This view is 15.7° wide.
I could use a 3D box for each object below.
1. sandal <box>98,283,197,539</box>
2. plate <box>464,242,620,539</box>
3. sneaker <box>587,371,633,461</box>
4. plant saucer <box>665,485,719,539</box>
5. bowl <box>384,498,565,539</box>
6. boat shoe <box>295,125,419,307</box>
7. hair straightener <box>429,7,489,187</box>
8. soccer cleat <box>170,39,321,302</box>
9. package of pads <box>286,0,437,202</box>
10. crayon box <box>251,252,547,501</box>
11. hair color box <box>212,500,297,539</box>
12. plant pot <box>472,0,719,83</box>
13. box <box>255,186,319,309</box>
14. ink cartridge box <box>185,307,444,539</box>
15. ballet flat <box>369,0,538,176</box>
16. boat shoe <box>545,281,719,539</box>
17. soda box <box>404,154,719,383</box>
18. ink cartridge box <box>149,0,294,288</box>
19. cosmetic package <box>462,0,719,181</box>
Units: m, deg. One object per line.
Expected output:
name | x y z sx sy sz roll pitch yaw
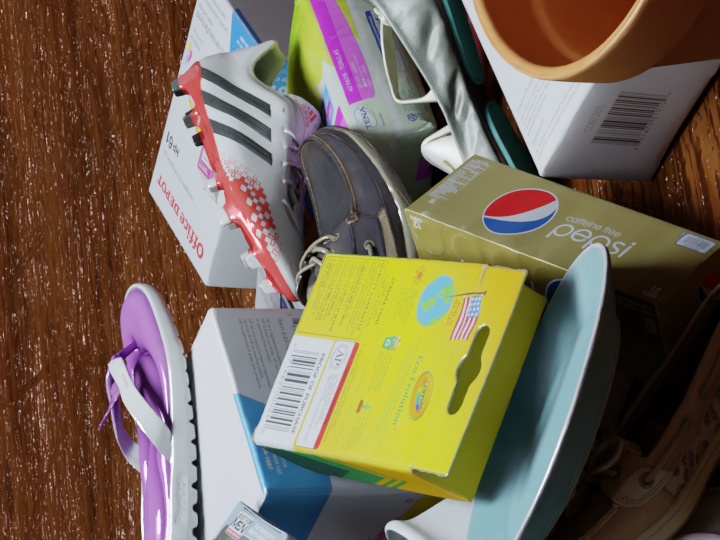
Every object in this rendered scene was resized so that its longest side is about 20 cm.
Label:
sandal | -0.140 0.100 1.666 0.082 0.050 0.203 133 132 -55
plate | 0.100 0.082 1.373 0.200 0.026 0.201 -159 90 -86
sneaker | 0.101 0.053 1.600 0.200 0.075 0.115 37 118 55
plant saucer | 0.176 0.192 1.334 0.200 0.050 0.200 -15 53 20
bowl | 0.114 0.191 1.503 0.090 0.201 0.201 -43 28 -9
boat shoe | 0.000 0.000 1.623 0.200 0.073 0.075 65 153 20
hair straightener | 0.065 -0.075 1.741 0.077 0.041 0.201 -147 55 -82
soccer cleat | -0.059 -0.069 1.699 0.069 0.085 0.200 63 -177 -55
package of pads | -0.004 -0.081 1.779 0.200 0.068 0.155 96 160 -48
crayon box | 0.029 0.060 1.486 0.200 0.051 0.127 6 71 57
hair color box | 0.002 0.222 1.540 0.061 0.200 0.099 -55 20 -6
plant pot | 0.166 -0.192 1.395 0.200 0.140 0.201 -19 68 57
box | -0.037 0.039 1.786 0.200 0.041 0.119 93 158 -51
ink cartridge box | -0.009 0.123 1.680 0.146 0.200 0.147 117 144 -44
ballet flat | 0.059 -0.103 1.644 0.200 0.064 0.067 67 -164 0
boat shoe | 0.154 0.089 1.374 0.063 0.200 0.073 49 159 -17
soda box | 0.120 0.000 1.488 0.200 0.064 0.068 23 141 44
ink cartridge box | -0.083 -0.105 1.975 0.145 0.084 0.200 -124 42 -50
cosmetic package | 0.128 -0.161 1.555 0.113 0.081 0.200 119 144 -43
